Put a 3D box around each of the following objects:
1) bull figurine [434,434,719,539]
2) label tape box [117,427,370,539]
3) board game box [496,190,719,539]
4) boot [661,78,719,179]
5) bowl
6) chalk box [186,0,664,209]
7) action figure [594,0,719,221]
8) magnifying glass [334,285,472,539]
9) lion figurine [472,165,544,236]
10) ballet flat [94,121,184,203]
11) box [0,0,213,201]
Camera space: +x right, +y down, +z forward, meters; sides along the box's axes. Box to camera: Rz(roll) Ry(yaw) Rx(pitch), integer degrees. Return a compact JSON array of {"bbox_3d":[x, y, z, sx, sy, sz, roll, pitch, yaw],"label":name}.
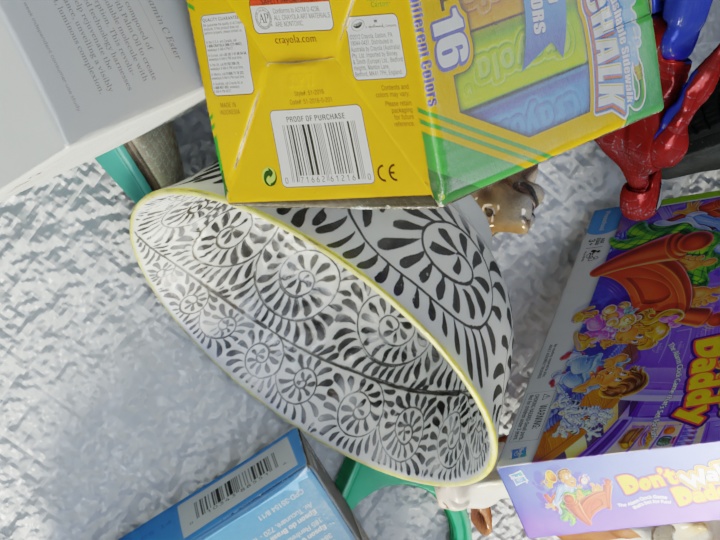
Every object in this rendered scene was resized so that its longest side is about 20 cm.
[{"bbox_3d":[0.133,0.117,1.120,0.199,0.121,0.066,18,83,-32],"label":"bull figurine"},{"bbox_3d":[-0.038,0.202,1.103,0.144,0.063,0.201,-32,106,0],"label":"label tape box"},{"bbox_3d":[0.155,0.036,1.051,0.134,0.200,0.045,-9,122,27],"label":"board game box"},{"bbox_3d":[0.244,-0.042,1.125,0.199,0.068,0.131,-15,112,18],"label":"boot"},{"bbox_3d":[0.000,0.000,1.037,0.201,0.200,0.094,45,65,-18],"label":"bowl"},{"bbox_3d":[0.041,-0.111,0.938,0.200,0.124,0.125,-25,109,-45],"label":"chalk box"},{"bbox_3d":[0.148,-0.119,1.072,0.052,0.065,0.201,-8,115,-43],"label":"action figure"},{"bbox_3d":[0.016,0.083,1.132,0.079,0.022,0.201,-5,99,-16],"label":"magnifying glass"},{"bbox_3d":[0.043,-0.109,1.068,0.122,0.072,0.200,-42,123,-12],"label":"lion figurine"},{"bbox_3d":[-0.132,-0.113,1.032,0.062,0.067,0.200,-44,109,-13],"label":"ballet flat"},{"bbox_3d":[-0.105,-0.124,0.963,0.200,0.097,0.125,-29,93,-42],"label":"box"}]
